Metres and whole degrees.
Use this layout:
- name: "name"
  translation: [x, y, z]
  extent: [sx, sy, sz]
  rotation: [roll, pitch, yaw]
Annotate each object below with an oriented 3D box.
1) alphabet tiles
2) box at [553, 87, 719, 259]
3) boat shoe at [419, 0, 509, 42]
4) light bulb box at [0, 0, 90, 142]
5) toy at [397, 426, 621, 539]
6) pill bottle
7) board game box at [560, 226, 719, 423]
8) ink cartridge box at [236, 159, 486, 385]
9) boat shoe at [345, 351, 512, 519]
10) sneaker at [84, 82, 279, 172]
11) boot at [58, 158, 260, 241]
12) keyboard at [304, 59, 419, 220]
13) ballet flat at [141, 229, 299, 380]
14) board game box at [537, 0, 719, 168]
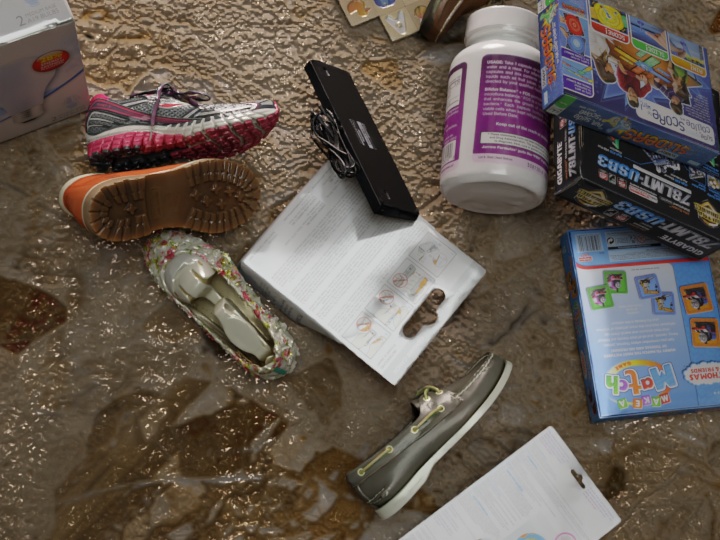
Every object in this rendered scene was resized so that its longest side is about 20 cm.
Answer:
- name: "alphabet tiles"
  translation: [0.035, -0.356, 1.411]
  extent: [0.166, 0.006, 0.200]
  rotation: [-24, 79, -13]
- name: "box"
  translation: [0.290, -0.133, 1.303]
  extent: [0.200, 0.050, 0.199]
  rotation: [20, 58, -24]
- name: "boat shoe"
  translation: [0.140, -0.326, 1.375]
  extent: [0.074, 0.076, 0.200]
  rotation: [35, 74, -1]
- name: "light bulb box"
  translation: [-0.379, -0.214, 1.218]
  extent: [0.198, 0.200, 0.125]
  rotation: [-24, 78, -12]
- name: "toy"
  translation: [0.139, 0.257, 1.231]
  extent: [0.200, 0.047, 0.115]
  rotation: [-35, 85, -11]
- name: "pill bottle"
  translation: [0.145, -0.169, 1.317]
  extent: [0.112, 0.112, 0.200]
  rotation: [8, 74, -5]
- name: "board game box"
  translation: [0.299, 0.052, 1.313]
  extent: [0.151, 0.037, 0.200]
  rotation: [-4, 73, -9]
- name: "ink cartridge box"
  translation: [0.000, 0.000, 1.287]
  extent: [0.200, 0.057, 0.163]
  rotation: [40, 73, 0]
- name: "boat shoe"
  translation: [0.070, 0.151, 1.239]
  extent: [0.060, 0.072, 0.202]
  rotation: [43, 78, 1]
- name: "sneaker"
  translation: [-0.182, -0.156, 1.289]
  extent: [0.200, 0.081, 0.075]
  rotation: [-7, 73, -9]
- name: "boot"
  translation: [-0.202, -0.077, 1.267]
  extent: [0.200, 0.107, 0.075]
  rotation: [-7, 103, -36]
- name: "keyboard"
  translation: [-0.016, -0.131, 1.293]
  extent: [0.040, 0.104, 0.200]
  rotation: [-40, 60, 26]
- name: "ballet flat"
  translation: [-0.140, 0.030, 1.245]
  extent: [0.200, 0.064, 0.076]
  rotation: [41, 95, 6]
- name: "board game box"
  translation: [0.270, -0.194, 1.268]
  extent: [0.200, 0.034, 0.136]
  rotation: [17, 59, -25]
